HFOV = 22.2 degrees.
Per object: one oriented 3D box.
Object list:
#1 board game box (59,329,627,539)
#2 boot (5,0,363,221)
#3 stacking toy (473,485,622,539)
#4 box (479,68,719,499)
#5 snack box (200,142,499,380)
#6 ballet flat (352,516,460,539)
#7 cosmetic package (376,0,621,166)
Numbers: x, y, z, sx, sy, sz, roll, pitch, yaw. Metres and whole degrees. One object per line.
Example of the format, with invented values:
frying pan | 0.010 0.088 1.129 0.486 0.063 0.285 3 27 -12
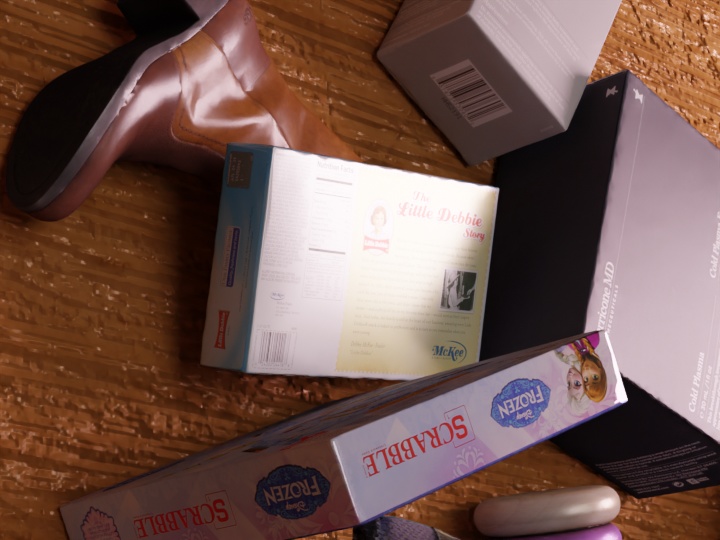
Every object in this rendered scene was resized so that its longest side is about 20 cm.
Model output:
board game box | -0.008 0.089 0.886 0.200 0.199 0.041 -17 89 -45
boot | -0.082 -0.044 0.974 0.200 0.068 0.188 54 43 -32
stacking toy | 0.120 0.228 1.057 0.085 0.085 0.200 -2 82 -45
box | 0.171 0.012 1.154 0.182 0.104 0.200 35 55 -33
snack box | 0.000 0.000 1.001 0.200 0.037 0.116 7 90 -50
ballet flat | -0.022 0.188 0.756 0.072 0.072 0.201 42 63 -27
cosmetic package | 0.101 -0.178 1.161 0.107 0.090 0.200 47 47 -24
